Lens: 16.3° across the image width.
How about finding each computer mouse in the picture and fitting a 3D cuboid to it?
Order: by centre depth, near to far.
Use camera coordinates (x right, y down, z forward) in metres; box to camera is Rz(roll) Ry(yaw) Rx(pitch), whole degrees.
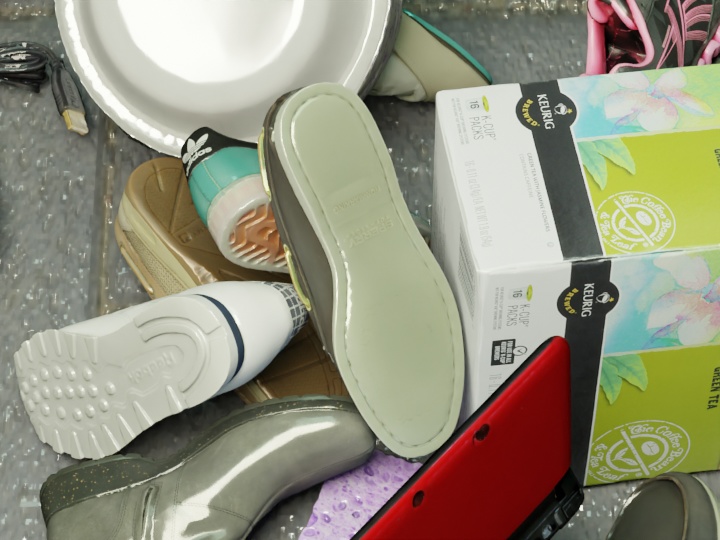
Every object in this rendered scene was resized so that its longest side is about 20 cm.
[{"bbox_3d":[-0.232,-0.064,1.540,0.139,0.046,0.201,-8,46,-13],"label":"computer mouse"}]

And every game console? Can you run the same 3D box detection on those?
[{"bbox_3d":[0.010,0.129,1.246,0.200,0.119,0.172,-42,26,-30],"label":"game console"}]

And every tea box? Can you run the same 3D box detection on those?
[{"bbox_3d":[0.143,0.006,1.379,0.195,0.201,0.134,-7,50,-6],"label":"tea box"}]

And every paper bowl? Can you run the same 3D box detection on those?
[{"bbox_3d":[-0.079,-0.162,1.448,0.199,0.202,0.104,10,8,8],"label":"paper bowl"}]

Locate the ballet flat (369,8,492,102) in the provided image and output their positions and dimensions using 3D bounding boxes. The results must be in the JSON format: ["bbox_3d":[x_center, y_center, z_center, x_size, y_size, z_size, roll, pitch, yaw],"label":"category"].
[{"bbox_3d":[-0.002,-0.149,1.549,0.200,0.069,0.070,41,46,-25],"label":"ballet flat"}]

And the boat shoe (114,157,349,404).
[{"bbox_3d":[-0.071,0.027,1.450,0.071,0.065,0.200,-24,69,-35],"label":"boat shoe"}]

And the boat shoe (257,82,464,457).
[{"bbox_3d":[0.000,0.000,1.331,0.071,0.061,0.203,-19,96,-19],"label":"boat shoe"}]

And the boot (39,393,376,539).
[{"bbox_3d":[-0.074,0.152,1.339,0.199,0.068,0.131,-18,53,6],"label":"boot"}]

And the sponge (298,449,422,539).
[{"bbox_3d":[0.007,0.188,1.338,0.111,0.030,0.201,16,52,13],"label":"sponge"}]

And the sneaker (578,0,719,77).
[{"bbox_3d":[0.178,-0.155,1.572,0.079,0.095,0.201,-18,40,33],"label":"sneaker"}]

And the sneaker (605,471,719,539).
[{"bbox_3d":[0.122,0.166,1.297,0.106,0.075,0.201,41,49,-23],"label":"sneaker"}]

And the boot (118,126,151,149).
[{"bbox_3d":[-0.061,-0.156,1.589,0.210,0.080,0.158,-15,47,-3],"label":"boot"}]

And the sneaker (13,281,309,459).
[{"bbox_3d":[-0.112,0.050,1.385,0.199,0.077,0.080,-14,10,44],"label":"sneaker"}]

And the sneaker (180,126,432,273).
[{"bbox_3d":[-0.024,-0.035,1.434,0.071,0.200,0.080,-44,55,18],"label":"sneaker"}]

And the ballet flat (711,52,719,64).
[{"bbox_3d":[0.245,-0.122,1.580,0.066,0.057,0.201,10,51,9],"label":"ballet flat"}]
